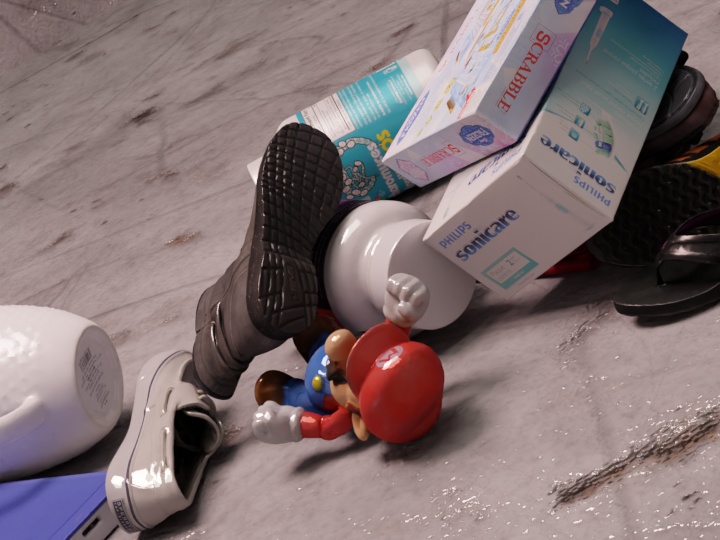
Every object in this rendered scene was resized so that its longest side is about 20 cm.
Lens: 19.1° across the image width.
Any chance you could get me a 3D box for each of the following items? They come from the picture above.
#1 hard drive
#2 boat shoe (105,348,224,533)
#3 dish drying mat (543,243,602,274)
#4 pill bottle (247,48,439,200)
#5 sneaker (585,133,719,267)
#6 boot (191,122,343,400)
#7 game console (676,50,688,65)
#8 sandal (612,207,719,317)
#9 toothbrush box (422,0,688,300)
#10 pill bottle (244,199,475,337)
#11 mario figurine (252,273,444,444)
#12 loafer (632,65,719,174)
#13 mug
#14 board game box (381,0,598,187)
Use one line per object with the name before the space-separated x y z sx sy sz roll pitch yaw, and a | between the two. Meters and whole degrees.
hard drive | -0.271 0.206 1.652 0.200 0.025 0.132 -11 26 41
boat shoe | -0.137 0.121 1.621 0.066 0.072 0.200 -17 22 18
dish drying mat | 0.129 -0.020 1.692 0.200 0.018 0.077 -4 29 50
pill bottle | -0.001 -0.112 1.967 0.200 0.111 0.111 -28 19 2
sneaker | 0.259 -0.061 1.571 0.200 0.070 0.090 -32 -7 10
boot | -0.081 -0.010 1.637 0.132 0.070 0.200 -40 29 49
game console | 0.174 -0.126 1.801 0.176 0.116 0.200 -58 -5 -1
sandal | 0.263 -0.023 1.467 0.200 0.048 0.075 -21 21 17
toothbrush box | 0.144 -0.099 1.584 0.146 0.085 0.200 -41 17 51
pill bottle | 0.000 0.000 1.675 0.111 0.111 0.200 -38 21 -26
mario figurine | -0.016 0.063 1.526 0.106 0.124 0.200 2 -2 -26
loafer | 0.228 -0.106 1.643 0.072 0.063 0.200 -59 14 -16
mug | -0.299 0.109 1.746 0.175 0.148 0.200 -10 17 19
board game box | 0.110 -0.168 1.599 0.200 0.041 0.200 -59 12 -15
